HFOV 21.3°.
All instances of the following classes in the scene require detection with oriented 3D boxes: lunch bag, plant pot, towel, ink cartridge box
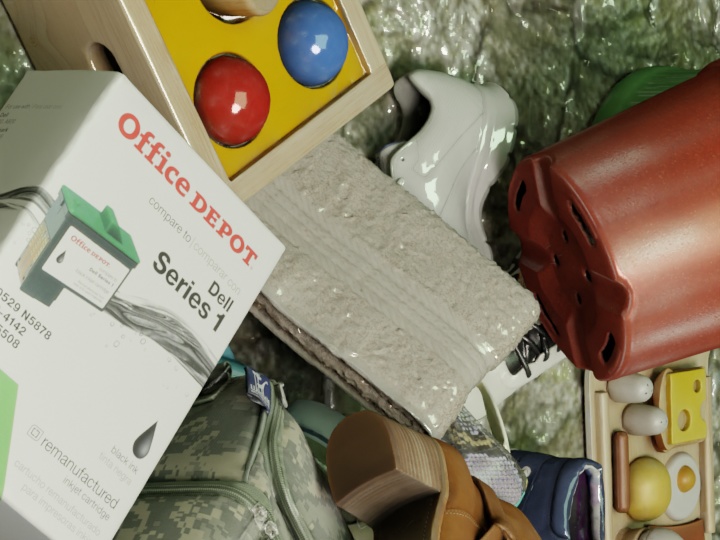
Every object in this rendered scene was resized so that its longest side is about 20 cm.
[{"bbox_3d":[-0.066,0.172,1.021,0.201,0.139,0.168,65,33,-23],"label":"lunch bag"},{"bbox_3d":[0.210,-0.032,1.209,0.194,0.201,0.202,-20,104,-16],"label":"plant pot"},{"bbox_3d":[0.000,0.000,1.126,0.200,0.035,0.133,38,54,8],"label":"towel"},{"bbox_3d":[-0.147,0.020,0.939,0.146,0.084,0.200,47,63,-36],"label":"ink cartridge box"}]

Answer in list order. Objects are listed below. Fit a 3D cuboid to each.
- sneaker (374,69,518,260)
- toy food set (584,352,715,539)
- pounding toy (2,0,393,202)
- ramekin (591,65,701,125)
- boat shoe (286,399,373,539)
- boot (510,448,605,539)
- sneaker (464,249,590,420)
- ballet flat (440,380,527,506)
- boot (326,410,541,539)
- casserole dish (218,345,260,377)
[{"bbox_3d":[0.040,-0.035,1.228,0.087,0.074,0.201,19,69,-30],"label":"sneaker"},{"bbox_3d":[0.234,0.143,1.401,0.143,0.060,0.201,-5,95,-43],"label":"toy food set"},{"bbox_3d":[-0.092,-0.144,1.042,0.184,0.142,0.201,-41,116,-37],"label":"pounding toy"},{"bbox_3d":[0.261,-0.055,1.408,0.199,0.097,0.201,1,88,-44],"label":"ramekin"},{"bbox_3d":[0.007,0.162,1.181,0.062,0.072,0.200,-52,123,-25],"label":"boat shoe"},{"bbox_3d":[0.108,0.218,1.260,0.073,0.090,0.201,11,81,-43],"label":"boot"},{"bbox_3d":[0.114,0.034,1.281,0.200,0.080,0.074,-44,119,-34],"label":"sneaker"},{"bbox_3d":[0.036,0.069,1.155,0.072,0.072,0.201,-14,60,-43],"label":"ballet flat"},{"bbox_3d":[0.048,0.182,0.999,0.155,0.077,0.201,36,32,-44],"label":"boot"},{"bbox_3d":[-0.097,0.133,1.104,0.121,0.039,0.201,18,76,-42],"label":"casserole dish"}]
